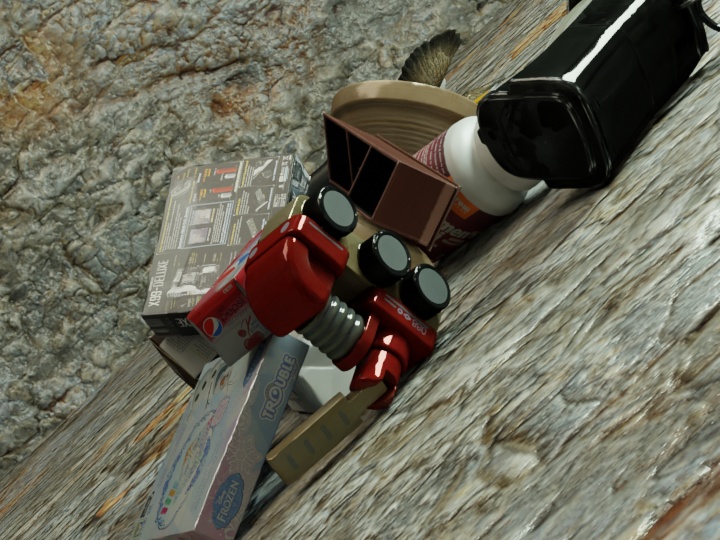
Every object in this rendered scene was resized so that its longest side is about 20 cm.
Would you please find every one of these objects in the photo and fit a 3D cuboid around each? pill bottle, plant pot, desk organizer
[{"bbox_3d":[0.109,-0.093,1.547,0.199,0.110,0.110,-35,11,44],"label":"pill bottle"},{"bbox_3d":[0.056,-0.149,1.784,0.201,0.199,0.094,156,126,-65],"label":"plant pot"},{"bbox_3d":[0.015,-0.096,1.514,0.072,0.076,0.200,-64,30,8],"label":"desk organizer"}]

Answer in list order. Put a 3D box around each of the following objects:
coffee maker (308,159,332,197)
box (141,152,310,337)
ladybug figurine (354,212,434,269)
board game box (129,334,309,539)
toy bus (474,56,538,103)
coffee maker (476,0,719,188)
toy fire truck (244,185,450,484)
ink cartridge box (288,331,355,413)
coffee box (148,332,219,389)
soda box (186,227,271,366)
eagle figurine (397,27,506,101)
[{"bbox_3d":[-0.022,-0.113,1.946,0.200,0.192,0.135,-44,16,-5],"label":"coffee maker"},{"bbox_3d":[-0.147,-0.028,1.618,0.156,0.050,0.202,-6,56,20],"label":"box"},{"bbox_3d":[-0.002,-0.010,1.530,0.199,0.136,0.072,21,75,49],"label":"ladybug figurine"},{"bbox_3d":[-0.135,0.168,1.384,0.199,0.043,0.202,-29,36,62],"label":"board game box"},{"bbox_3d":[0.193,-0.206,1.887,0.078,0.065,0.200,-46,9,-22],"label":"toy bus"},{"bbox_3d":[0.227,-0.183,1.361,0.200,0.135,0.192,-49,11,-35],"label":"coffee maker"},{"bbox_3d":[-0.033,0.061,1.264,0.128,0.176,0.201,-35,26,39],"label":"toy fire truck"},{"bbox_3d":[-0.036,0.081,1.491,0.116,0.068,0.200,-44,10,-13],"label":"ink cartridge box"},{"bbox_3d":[-0.135,0.047,1.675,0.200,0.080,0.113,-47,-22,-12],"label":"coffee box"},{"bbox_3d":[-0.093,0.010,1.400,0.070,0.064,0.200,-39,9,24],"label":"soda box"},{"bbox_3d":[0.104,-0.227,2.039,0.150,0.153,0.200,-4,-15,-30],"label":"eagle figurine"}]
